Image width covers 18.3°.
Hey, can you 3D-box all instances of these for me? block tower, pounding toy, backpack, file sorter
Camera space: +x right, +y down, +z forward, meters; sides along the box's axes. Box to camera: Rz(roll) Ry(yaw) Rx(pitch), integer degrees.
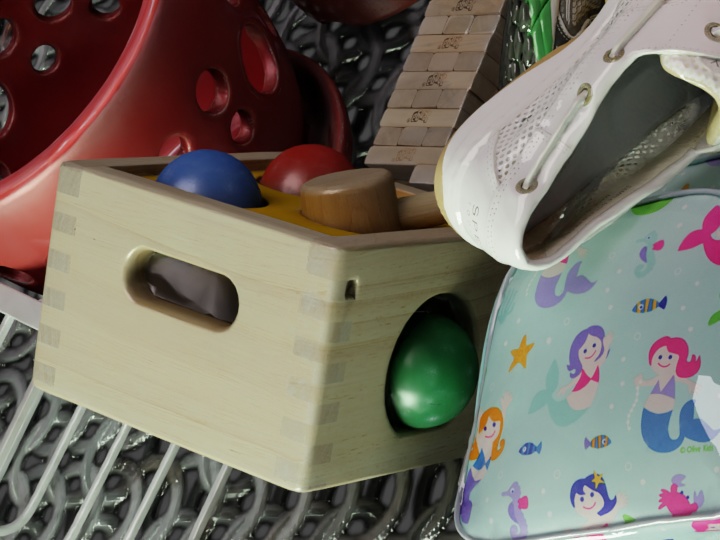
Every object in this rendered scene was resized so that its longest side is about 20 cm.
[{"bbox_3d":[0.068,-0.119,1.086,0.058,0.054,0.201,4,67,48],"label":"block tower"},{"bbox_3d":[0.000,0.000,0.959,0.199,0.183,0.143,17,104,36],"label":"pounding toy"},{"bbox_3d":[0.134,0.049,0.835,0.177,0.150,0.201,-12,50,41],"label":"backpack"},{"bbox_3d":[-0.174,0.078,1.135,0.199,0.138,0.125,21,83,51],"label":"file sorter"}]

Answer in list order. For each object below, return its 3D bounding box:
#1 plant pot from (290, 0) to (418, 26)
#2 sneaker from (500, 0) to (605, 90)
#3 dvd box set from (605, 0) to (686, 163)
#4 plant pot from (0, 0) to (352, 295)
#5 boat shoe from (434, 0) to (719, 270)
[{"bbox_3d":[-0.032,-0.241,1.153,0.200,0.195,0.202,-26,42,26],"label":"plant pot"},{"bbox_3d":[0.112,-0.123,0.966,0.085,0.078,0.201,15,44,11],"label":"sneaker"},{"bbox_3d":[0.160,-0.150,0.862,0.145,0.029,0.202,-8,93,24],"label":"dvd box set"},{"bbox_3d":[-0.120,-0.069,1.132,0.199,0.182,0.202,-21,49,26],"label":"plant pot"},{"bbox_3d":[0.118,-0.072,0.804,0.200,0.071,0.069,-46,34,0],"label":"boat shoe"}]
